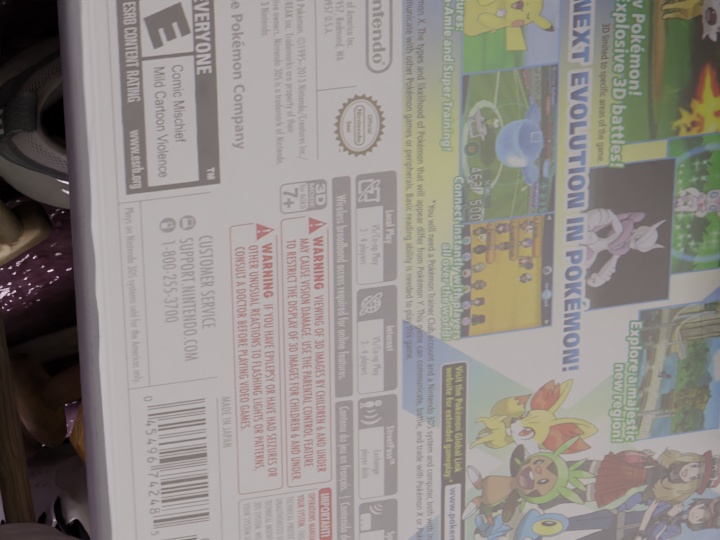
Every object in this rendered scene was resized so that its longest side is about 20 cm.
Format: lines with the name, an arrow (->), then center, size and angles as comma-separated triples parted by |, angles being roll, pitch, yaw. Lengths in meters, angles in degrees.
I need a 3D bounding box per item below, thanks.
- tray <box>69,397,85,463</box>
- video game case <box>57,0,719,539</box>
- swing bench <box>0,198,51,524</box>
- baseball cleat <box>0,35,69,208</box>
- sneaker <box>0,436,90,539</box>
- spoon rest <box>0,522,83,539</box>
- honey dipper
tray -> 0.000, 0.000, 0.933 | 0.200, 0.037, 0.099 | -32, 166, -23
video game case -> 0.019, -0.003, 0.717 | 0.182, 0.022, 0.200 | -7, 120, -12
swing bench -> -0.200, 0.033, 0.822 | 0.200, 0.130, 0.199 | -14, 161, 5
baseball cleat -> -0.006, -0.045, 0.820 | 0.200, 0.070, 0.106 | -10, -176, -19
sneaker -> -0.095, 0.097, 1.048 | 0.080, 0.074, 0.200 | -27, -176, -12
spoon rest -> -0.059, 0.091, 0.796 | 0.200, 0.061, 0.099 | -22, 159, 4
honey dipper -> -0.069, 0.024, 1.033 | 0.200, 0.038, 0.038 | -25, 158, 13
